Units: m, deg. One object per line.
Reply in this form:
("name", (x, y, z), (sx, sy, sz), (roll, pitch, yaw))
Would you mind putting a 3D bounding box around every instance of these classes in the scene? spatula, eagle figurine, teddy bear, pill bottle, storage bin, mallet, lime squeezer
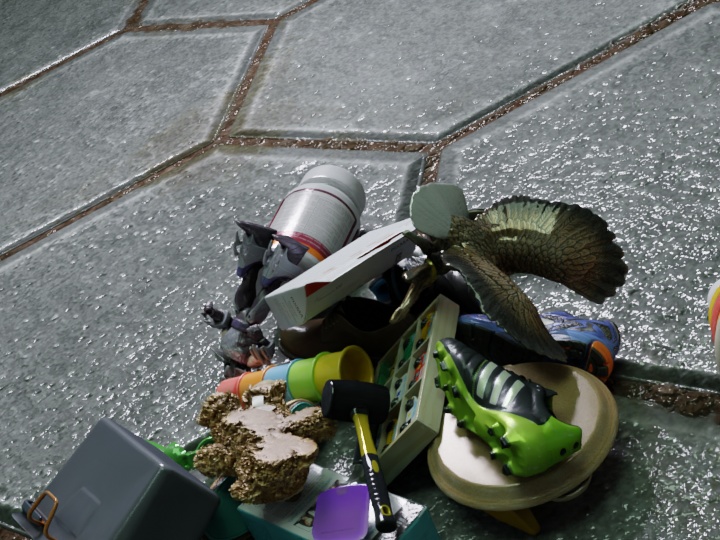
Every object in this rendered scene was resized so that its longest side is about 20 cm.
("spatula", (-0.005, 0.190, 1.298), (0.056, 0.021, 0.200), (-13, 25, 18))
("eagle figurine", (0.142, -0.001, 1.342), (0.150, 0.153, 0.199), (7, 2, -44))
("teddy bear", (-0.097, 0.172, 1.354), (0.144, 0.067, 0.200), (-22, 28, -30))
("pill bottle", (-0.062, -0.040, 1.711), (0.109, 0.110, 0.200), (-9, 33, 26))
("storage bin", (-0.239, 0.234, 1.337), (0.200, 0.145, 0.135), (21, 76, 53))
("mallet", (-0.002, 0.168, 1.265), (0.065, 0.041, 0.200), (12, 29, -10))
("lime squeezer", (-0.172, 0.199, 1.505), (0.199, 0.038, 0.071), (-12, 1, 24))

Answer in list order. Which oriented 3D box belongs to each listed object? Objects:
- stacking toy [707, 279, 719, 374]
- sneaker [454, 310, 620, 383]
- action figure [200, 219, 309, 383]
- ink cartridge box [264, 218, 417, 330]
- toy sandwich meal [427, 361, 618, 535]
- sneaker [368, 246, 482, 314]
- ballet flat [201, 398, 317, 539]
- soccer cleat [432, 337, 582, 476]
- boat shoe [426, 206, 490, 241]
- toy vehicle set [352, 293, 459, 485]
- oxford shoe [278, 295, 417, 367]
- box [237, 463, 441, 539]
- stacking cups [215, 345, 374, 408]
("stacking toy", (0.370, 0.043, 1.271), (0.145, 0.147, 0.200), (-26, 14, -2))
("sneaker", (0.181, 0.077, 1.402), (0.199, 0.076, 0.078), (9, 30, 37))
("action figure", (-0.132, 0.049, 1.590), (0.130, 0.069, 0.201), (22, 98, 40))
("ink cartridge box", (0.000, 0.000, 1.476), (0.160, 0.047, 0.200), (-32, 8, -24))
("toy sandwich meal", (0.151, 0.165, 1.280), (0.204, 0.071, 0.206), (-17, 34, 12))
("sneaker", (0.082, 0.025, 1.555), (0.082, 0.073, 0.200), (-44, 25, -11))
("ballet flat", (-0.108, 0.216, 1.411), (0.200, 0.069, 0.063), (-46, 8, -36))
("soccer cleat", (0.130, 0.120, 1.244), (0.081, 0.068, 0.200), (-15, 31, -18))
("boat shoe", (0.167, -0.050, 1.599), (0.199, 0.065, 0.072), (-8, 33, 26))
("toy vehicle set", (0.046, 0.127, 1.385), (0.124, 0.026, 0.201), (-51, 14, 34))
("oxford shoe", (-0.016, 0.062, 1.544), (0.199, 0.085, 0.073), (-5, 37, 34))
("box", (-0.022, 0.243, 1.298), (0.199, 0.049, 0.082), (13, 47, 47))
("stacking cups", (-0.076, 0.126, 1.500), (0.199, 0.061, 0.061), (-14, 30, 41))
